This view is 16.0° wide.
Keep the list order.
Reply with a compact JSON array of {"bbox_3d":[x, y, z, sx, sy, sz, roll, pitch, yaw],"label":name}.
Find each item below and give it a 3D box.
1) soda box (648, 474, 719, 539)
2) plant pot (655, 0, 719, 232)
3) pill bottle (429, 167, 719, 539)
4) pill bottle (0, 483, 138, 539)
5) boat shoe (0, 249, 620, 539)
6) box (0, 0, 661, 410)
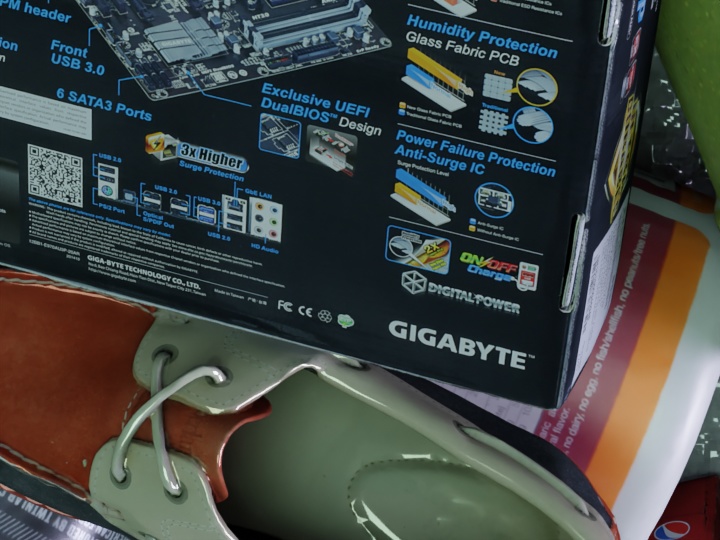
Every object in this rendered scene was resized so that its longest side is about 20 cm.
[{"bbox_3d":[0.103,0.169,0.793,0.070,0.063,0.201,-13,110,15],"label":"soda box"},{"bbox_3d":[0.132,-0.100,0.625,0.199,0.200,0.191,-33,91,21],"label":"plant pot"},{"bbox_3d":[0.000,0.000,0.716,0.199,0.110,0.110,21,114,2],"label":"pill bottle"},{"bbox_3d":[-0.131,0.109,0.700,0.106,0.106,0.201,30,80,-3],"label":"pill bottle"},{"bbox_3d":[-0.027,0.045,0.635,0.199,0.063,0.072,23,89,-2],"label":"boat shoe"},{"bbox_3d":[-0.032,-0.064,0.592,0.199,0.046,0.160,14,126,13],"label":"box"}]
